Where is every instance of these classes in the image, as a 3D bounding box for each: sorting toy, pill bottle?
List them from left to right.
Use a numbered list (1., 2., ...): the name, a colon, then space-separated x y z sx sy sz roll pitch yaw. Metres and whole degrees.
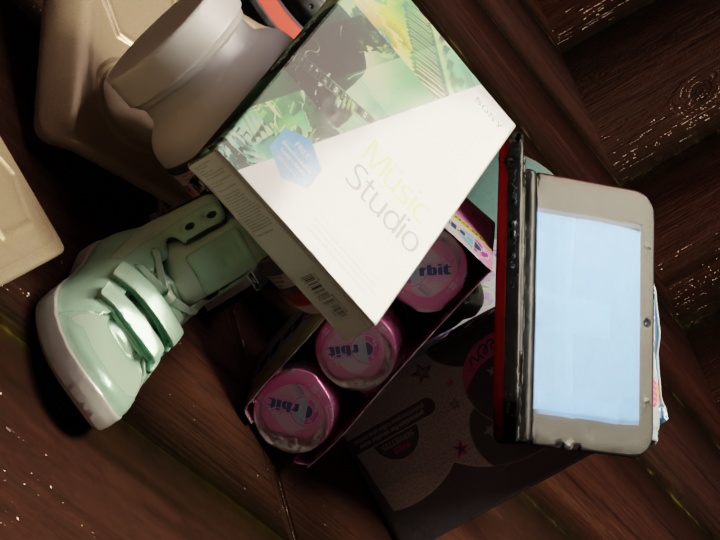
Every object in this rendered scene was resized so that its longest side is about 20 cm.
1. sorting toy: -0.239 -0.073 1.222 0.186 0.036 0.200 60 9 -3
2. sorting toy: -0.130 -0.122 1.508 0.200 0.036 0.186 25 49 -35
3. pill bottle: -0.059 -0.079 1.424 0.200 0.116 0.116 47 17 -16

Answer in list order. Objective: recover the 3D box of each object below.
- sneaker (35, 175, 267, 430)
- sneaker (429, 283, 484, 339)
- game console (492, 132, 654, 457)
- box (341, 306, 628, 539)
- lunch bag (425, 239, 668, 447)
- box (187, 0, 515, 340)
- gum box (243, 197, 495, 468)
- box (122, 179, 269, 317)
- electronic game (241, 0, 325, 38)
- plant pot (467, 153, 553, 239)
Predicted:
1. sneaker: -0.116 0.011 1.309 0.074 0.118 0.201 57 15 -21
2. sneaker: 0.000 0.000 1.689 0.200 0.079 0.076 31 35 -29
3. game console: 0.153 0.020 1.582 0.172 0.118 0.201 77 14 -76
4. box: 0.096 0.106 1.718 0.132 0.200 0.115 61 14 2
5. lunch bag: 0.151 0.068 1.881 0.127 0.199 0.170 111 -22 -74
6. box: 0.000 -0.076 1.370 0.144 0.036 0.200 48 49 -15
7. gum box: 0.003 0.034 1.548 0.066 0.200 0.114 40 16 -8
8. box: -0.123 -0.079 1.624 0.199 0.050 0.200 61 13 -5
9. electronic game: -0.030 -0.209 1.701 0.200 0.042 0.200 32 37 -29
10. plant pot: 0.099 0.008 2.024 0.135 0.200 0.201 -26 86 -39
